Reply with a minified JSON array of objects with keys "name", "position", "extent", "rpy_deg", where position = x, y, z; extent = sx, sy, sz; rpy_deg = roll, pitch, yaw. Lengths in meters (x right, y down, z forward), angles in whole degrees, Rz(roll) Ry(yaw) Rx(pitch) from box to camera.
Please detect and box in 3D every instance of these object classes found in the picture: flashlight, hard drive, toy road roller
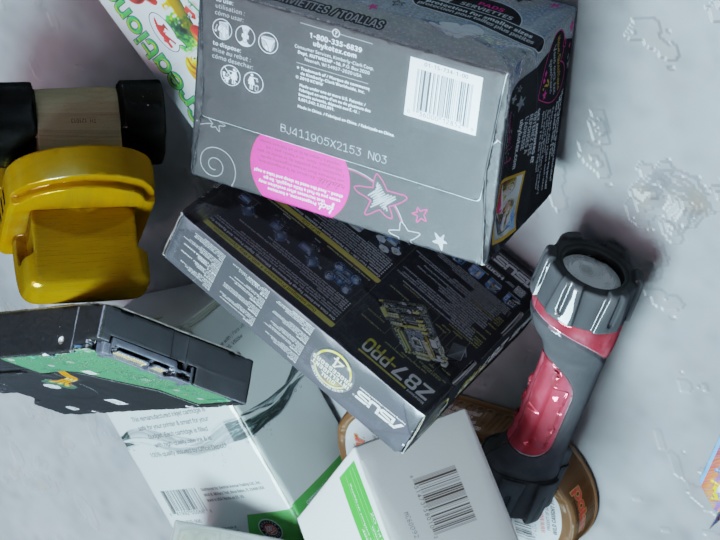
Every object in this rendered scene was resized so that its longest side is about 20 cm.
[{"name":"flashlight","position":[0.116,0.073,1.446],"extent":[0.067,0.068,0.201],"rpy_deg":[31,125,15]},{"name":"hard drive","position":[-0.189,0.062,1.563],"extent":[0.199,0.038,0.139],"rpy_deg":[-5,159,45]},{"name":"toy road roller","position":[-0.198,-0.036,1.551],"extent":[0.200,0.122,0.147],"rpy_deg":[122,143,-65]}]

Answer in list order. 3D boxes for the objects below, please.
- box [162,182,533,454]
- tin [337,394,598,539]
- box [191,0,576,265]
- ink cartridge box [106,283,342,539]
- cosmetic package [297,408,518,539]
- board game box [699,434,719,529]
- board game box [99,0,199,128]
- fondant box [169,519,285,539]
[{"name":"box","position":[0.000,0.000,1.443],"extent":[0.200,0.161,0.049],"rpy_deg":[39,134,9]},{"name":"tin","position":[0.071,0.140,1.589],"extent":[0.199,0.042,0.113],"rpy_deg":[14,125,33]},{"name":"box","position":[0.013,-0.109,1.360],"extent":[0.199,0.115,0.133],"rpy_deg":[18,122,19]},{"name":"ink cartridge box","position":[-0.101,0.111,1.676],"extent":[0.146,0.083,0.201],"rpy_deg":[-10,114,45]},{"name":"cosmetic package","position":[0.030,0.174,1.493],"extent":[0.200,0.084,0.108],"rpy_deg":[122,128,-66]},{"name":"board game box","position":[0.285,0.140,1.400],"extent":[0.158,0.039,0.201],"rpy_deg":[33,137,17]},{"name":"board game box","position":[-0.108,-0.178,1.495],"extent":[0.200,0.035,0.126],"rpy_deg":[54,140,-7]},{"name":"fondant box","position":[-0.057,0.254,1.680],"extent":[0.143,0.059,0.200],"rpy_deg":[9,157,12]}]
